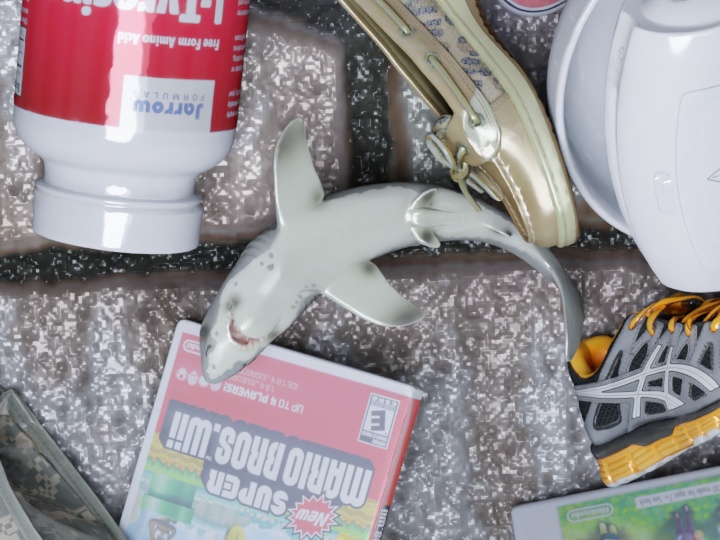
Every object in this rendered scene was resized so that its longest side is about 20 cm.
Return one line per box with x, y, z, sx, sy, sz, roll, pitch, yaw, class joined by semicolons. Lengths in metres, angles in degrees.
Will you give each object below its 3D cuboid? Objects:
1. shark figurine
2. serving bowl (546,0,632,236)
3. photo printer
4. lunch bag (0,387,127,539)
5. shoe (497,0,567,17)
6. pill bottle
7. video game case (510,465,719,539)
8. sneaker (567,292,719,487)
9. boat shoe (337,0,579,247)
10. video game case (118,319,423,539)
0.017;-0.014;1.182;0.214;0.089;0.128;-3;91;-16;shark figurine
0.180;-0.112;1.160;0.200;0.066;0.200;-9;125;-14;serving bowl
0.214;-0.081;1.107;0.200;0.069;0.166;-18;127;-7;photo printer
-0.206;0.167;1.177;0.164;0.200;0.118;-44;142;8;lunch bag
0.137;-0.207;1.145;0.071;0.091;0.200;41;97;-8;shoe
-0.112;-0.114;1.144;0.112;0.112;0.200;6;100;-3;pill bottle
0.182;0.193;1.183;0.200;0.022;0.182;-14;77;26;video game case
0.167;0.044;1.150;0.078;0.200;0.077;-21;81;-39;sneaker
0.044;-0.092;1.155;0.063;0.073;0.200;-28;76;-7;boat shoe
-0.059;0.138;1.186;0.143;0.017;0.200;15;88;26;video game case
